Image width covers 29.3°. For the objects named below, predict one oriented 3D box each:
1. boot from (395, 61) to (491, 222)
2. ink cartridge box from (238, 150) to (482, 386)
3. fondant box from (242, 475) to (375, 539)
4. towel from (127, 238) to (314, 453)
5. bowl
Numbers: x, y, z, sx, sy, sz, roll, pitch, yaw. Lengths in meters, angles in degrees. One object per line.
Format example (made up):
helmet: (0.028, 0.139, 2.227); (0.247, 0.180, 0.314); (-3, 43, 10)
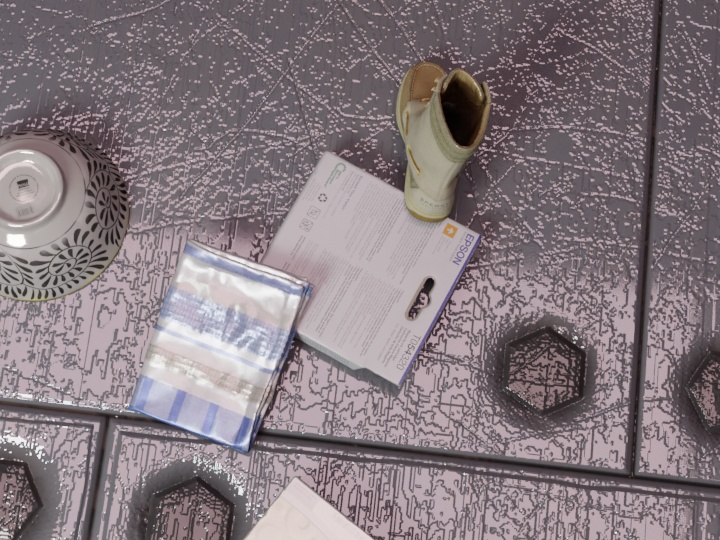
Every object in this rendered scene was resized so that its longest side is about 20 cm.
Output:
boot: (0.089, -0.173, 1.477); (0.072, 0.155, 0.200); (6, 60, -10)
ink cartridge box: (0.000, 0.000, 1.501); (0.200, 0.043, 0.197); (29, 75, 3)
fondant box: (-0.072, 0.333, 1.402); (0.144, 0.058, 0.200); (38, 78, 7)
towel: (-0.149, 0.079, 1.457); (0.147, 0.024, 0.200); (21, 92, 6)
bowl: (-0.356, -0.075, 1.482); (0.200, 0.094, 0.201); (0, 75, -1)
